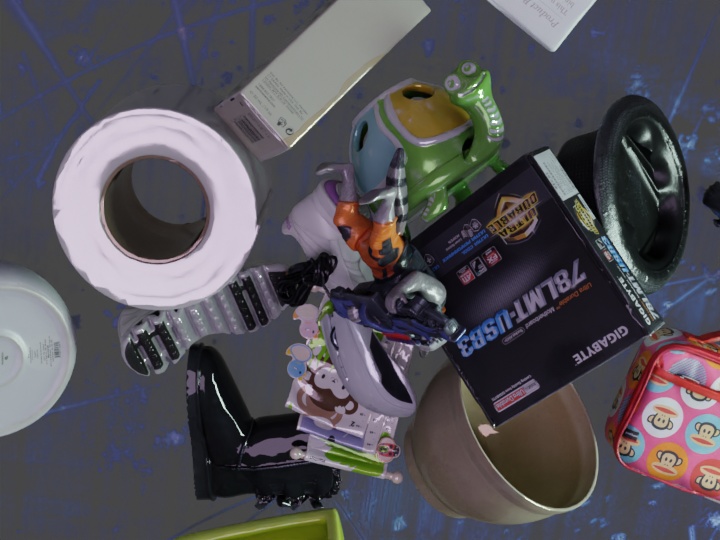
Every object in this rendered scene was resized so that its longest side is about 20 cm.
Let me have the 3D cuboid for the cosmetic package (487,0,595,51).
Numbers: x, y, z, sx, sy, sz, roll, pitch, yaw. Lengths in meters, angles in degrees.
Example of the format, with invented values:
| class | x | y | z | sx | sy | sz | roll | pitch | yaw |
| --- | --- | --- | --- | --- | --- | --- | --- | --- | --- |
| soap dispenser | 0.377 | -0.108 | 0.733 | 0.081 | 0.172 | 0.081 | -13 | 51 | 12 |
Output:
| class | x | y | z | sx | sy | sz | roll | pitch | yaw |
| --- | --- | --- | --- | --- | --- | --- | --- | --- | --- |
| cosmetic package | 0.171 | -0.338 | 1.231 | 0.167 | 0.166 | 0.200 | 38 | 104 | -9 |

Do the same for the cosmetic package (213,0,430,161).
| class | x | y | z | sx | sy | sz | roll | pitch | yaw |
| --- | --- | --- | --- | --- | --- | --- | --- | --- | --- |
| cosmetic package | -0.038 | -0.200 | 1.272 | 0.200 | 0.103 | 0.073 | -45 | 102 | -15 |

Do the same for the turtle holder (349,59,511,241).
| class | x | y | z | sx | sy | sz | roll | pitch | yaw |
| --- | --- | --- | --- | --- | --- | --- | --- | --- | --- |
| turtle holder | 0.060 | -0.118 | 1.299 | 0.141 | 0.186 | 0.132 | -32 | 85 | -12 |

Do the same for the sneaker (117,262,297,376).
| class | x | y | z | sx | sy | sz | roll | pitch | yaw |
| --- | --- | --- | --- | --- | --- | --- | --- | --- | --- |
| sneaker | -0.164 | 0.035 | 1.407 | 0.199 | 0.081 | 0.075 | -22 | 122 | -13 |

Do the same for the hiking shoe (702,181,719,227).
| class | x | y | z | sx | sy | sz | roll | pitch | yaw |
| --- | --- | --- | --- | --- | --- | --- | --- | --- | --- |
| hiking shoe | 0.413 | -0.004 | 1.371 | 0.200 | 0.074 | 0.087 | 43 | 103 | -10 |

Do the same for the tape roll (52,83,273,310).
| class | x | y | z | sx | sy | sz | roll | pitch | yaw |
| --- | --- | --- | --- | --- | --- | --- | --- | --- | --- |
| tape roll | -0.194 | -0.076 | 1.341 | 0.201 | 0.139 | 0.204 | 0 | 107 | 1 |

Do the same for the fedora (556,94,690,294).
| class | x | y | z | sx | sy | sz | roll | pitch | yaw |
| --- | --- | --- | --- | --- | --- | --- | --- | --- | --- |
| fedora | 0.252 | -0.074 | 1.336 | 0.091 | 0.200 | 0.202 | 1 | 111 | 39 |

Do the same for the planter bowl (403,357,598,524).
| class | x | y | z | sx | sy | sz | roll | pitch | yaw |
| --- | --- | --- | --- | --- | --- | --- | --- | --- | --- |
| planter bowl | 0.131 | 0.179 | 1.393 | 0.200 | 0.200 | 0.135 | 45 | 129 | -11 |

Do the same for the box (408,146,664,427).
| class | x | y | z | sx | sy | sz | roll | pitch | yaw |
| --- | --- | --- | --- | --- | --- | --- | --- | --- | --- |
| box | 0.151 | 0.019 | 1.264 | 0.200 | 0.050 | 0.199 | -36 | 82 | 36 |

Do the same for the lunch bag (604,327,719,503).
| class | x | y | z | sx | sy | sz | roll | pitch | yaw |
| --- | --- | --- | --- | --- | --- | --- | --- | --- | --- |
| lunch bag | 0.377 | 0.149 | 1.421 | 0.199 | 0.082 | 0.177 | 20 | 103 | -5 |

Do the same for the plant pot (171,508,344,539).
| class | x | y | z | sx | sy | sz | roll | pitch | yaw |
| --- | --- | --- | --- | --- | --- | --- | --- | --- | --- |
| plant pot | -0.094 | 0.401 | 1.446 | 0.198 | 0.201 | 0.182 | -12 | 130 | 6 |

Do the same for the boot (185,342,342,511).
| class | x | y | z | sx | sy | sz | roll | pitch | yaw |
| --- | --- | --- | --- | --- | --- | --- | --- | --- | --- |
| boot | -0.102 | 0.168 | 1.447 | 0.161 | 0.073 | 0.199 | -2 | 110 | 3 |

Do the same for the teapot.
| class | x | y | z | sx | sy | sz | roll | pitch | yaw |
| --- | --- | --- | --- | --- | --- | --- | --- | --- | --- |
| teapot | -0.401 | 0.066 | 1.397 | 0.200 | 0.146 | 0.197 | -51 | 126 | -6 |

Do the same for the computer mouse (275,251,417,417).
| class | x | y | z | sx | sy | sz | roll | pitch | yaw |
| --- | --- | --- | --- | --- | --- | --- | --- | --- | --- |
| computer mouse | -0.013 | 0.077 | 1.365 | 0.044 | 0.109 | 0.200 | -39 | 100 | -32 |

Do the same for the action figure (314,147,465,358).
| class | x | y | z | sx | sy | sz | roll | pitch | yaw |
| --- | --- | --- | --- | --- | --- | --- | --- | --- | --- |
| action figure | 0.045 | -0.003 | 1.228 | 0.104 | 0.200 | 0.194 | -37 | 120 | -24 |

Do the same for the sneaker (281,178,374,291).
| class | x | y | z | sx | sy | sz | roll | pitch | yaw |
| --- | --- | --- | --- | --- | --- | --- | --- | --- | --- |
| sneaker | 0.000 | 0.000 | 1.401 | 0.099 | 0.075 | 0.200 | -35 | 99 | 26 |

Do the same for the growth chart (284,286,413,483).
| class | x | y | z | sx | sy | sz | roll | pitch | yaw |
| --- | --- | --- | --- | --- | --- | --- | --- | --- | --- |
| growth chart | -0.011 | 0.117 | 1.422 | 0.144 | 0.018 | 0.201 | 9 | 87 | -10 |
